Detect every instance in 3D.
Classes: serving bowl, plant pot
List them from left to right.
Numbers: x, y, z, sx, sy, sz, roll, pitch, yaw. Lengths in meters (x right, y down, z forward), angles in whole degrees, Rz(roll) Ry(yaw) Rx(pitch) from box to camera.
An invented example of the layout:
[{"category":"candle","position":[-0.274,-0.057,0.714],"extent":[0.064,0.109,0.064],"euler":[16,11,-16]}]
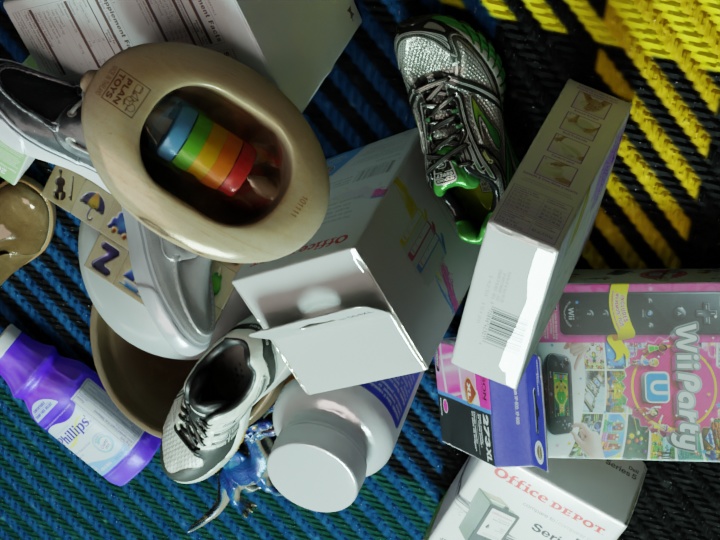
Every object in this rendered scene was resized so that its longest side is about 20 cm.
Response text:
[{"category":"serving bowl","position":[-0.166,-0.020,1.432],"extent":[0.198,0.066,0.202],"euler":[1,92,20]},{"category":"plant pot","position":[-0.141,0.053,1.507],"extent":[0.199,0.093,0.203],"euler":[0,91,20]}]

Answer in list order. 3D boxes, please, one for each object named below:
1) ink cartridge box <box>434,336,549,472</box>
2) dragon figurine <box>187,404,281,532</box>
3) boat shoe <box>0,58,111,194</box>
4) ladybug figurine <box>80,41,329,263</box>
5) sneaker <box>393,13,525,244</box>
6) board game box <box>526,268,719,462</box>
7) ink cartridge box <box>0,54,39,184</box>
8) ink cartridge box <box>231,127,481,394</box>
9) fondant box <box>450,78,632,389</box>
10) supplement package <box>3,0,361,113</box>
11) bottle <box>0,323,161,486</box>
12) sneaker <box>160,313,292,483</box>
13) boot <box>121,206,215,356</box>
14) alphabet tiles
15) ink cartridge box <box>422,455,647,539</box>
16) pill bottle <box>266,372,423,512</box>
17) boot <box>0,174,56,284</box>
[{"category":"ink cartridge box","position":[0.108,0.111,1.391],"extent":[0.037,0.200,0.096],"euler":[-6,94,-16]},{"category":"dragon figurine","position":[-0.130,0.194,1.667],"extent":[0.099,0.059,0.200],"euler":[46,132,-14]},{"category":"boat shoe","position":[-0.199,-0.107,1.231],"extent":[0.199,0.072,0.068],"euler":[33,138,-8]},{"category":"ladybug figurine","position":[-0.115,-0.086,1.184],"extent":[0.199,0.136,0.072],"euler":[36,174,-16]},{"category":"sneaker","position":[0.080,-0.111,1.293],"extent":[0.078,0.085,0.201],"euler":[-10,121,32]},{"category":"board game box","position":[0.236,0.075,1.333],"extent":[0.198,0.064,0.149],"euler":[-1,98,20]},{"category":"ink cartridge box","position":[-0.285,-0.128,1.418],"extent":[0.048,0.146,0.200],"euler":[32,134,-5]},{"category":"ink cartridge box","position":[0.000,0.000,1.344],"extent":[0.128,0.200,0.126],"euler":[-15,119,35]},{"category":"fondant box","position":[0.139,-0.030,1.249],"extent":[0.058,0.200,0.145],"euler":[21,133,10]},{"category":"supplement package","position":[-0.134,-0.201,1.277],"extent":[0.199,0.152,0.151],"euler":[-7,125,31]},{"category":"bottle","position":[-0.299,0.136,1.699],"extent":[0.200,0.065,0.083],"euler":[41,132,-10]},{"category":"sneaker","position":[-0.129,0.110,1.396],"extent":[0.076,0.088,0.200],"euler":[43,119,15]},{"category":"boot","position":[-0.137,-0.038,1.338],"extent":[0.095,0.073,0.201],"euler":[-21,83,25]},{"category":"alphabet tiles","position":[-0.174,-0.060,1.395],"extent":[0.199,0.008,0.168],"euler":[31,101,17]},{"category":"ink cartridge box","position":[0.156,0.229,1.536],"extent":[0.145,0.084,0.201],"euler":[28,134,3]},{"category":"pill bottle","position":[-0.012,0.110,1.439],"extent":[0.111,0.201,0.113],"euler":[12,132,14]},{"category":"boot","position":[-0.359,-0.016,1.598],"extent":[0.073,0.076,0.200],"euler":[39,132,-6]}]
